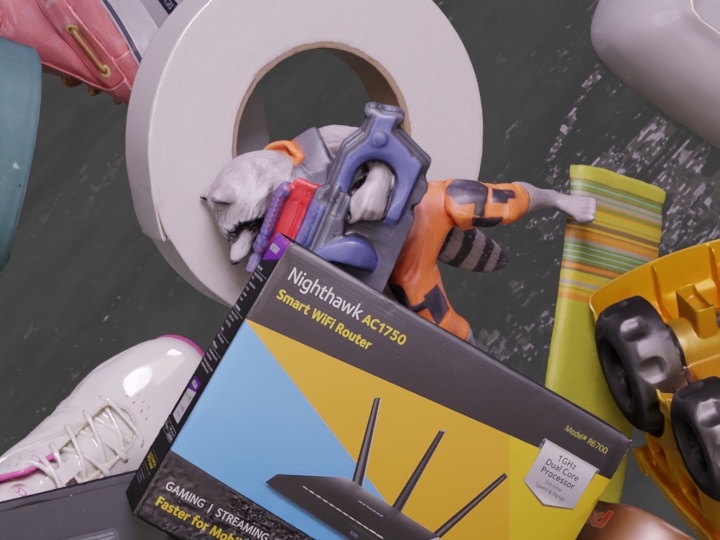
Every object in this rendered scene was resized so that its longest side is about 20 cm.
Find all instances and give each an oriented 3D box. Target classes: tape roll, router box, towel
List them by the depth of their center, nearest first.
[{"bbox_3d":[0.009,0.095,0.926,0.200,0.051,0.149,30,91,-15],"label":"router box"},{"bbox_3d":[-0.028,-0.069,1.022,0.202,0.037,0.204,-5,102,-27],"label":"tape roll"},{"bbox_3d":[0.127,0.045,1.056,0.086,0.018,0.201,13,84,-48],"label":"towel"}]

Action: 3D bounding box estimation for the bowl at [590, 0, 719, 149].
[{"bbox_3d":[0.255,-0.161,1.077,0.199,0.075,0.200,32,83,-4],"label":"bowl"}]

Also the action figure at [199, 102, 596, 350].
[{"bbox_3d":[0.000,0.000,0.996,0.193,0.105,0.200,23,113,-22],"label":"action figure"}]

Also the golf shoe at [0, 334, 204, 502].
[{"bbox_3d":[-0.155,0.112,1.014,0.075,0.092,0.200,45,83,0],"label":"golf shoe"}]

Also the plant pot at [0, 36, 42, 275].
[{"bbox_3d":[-0.267,-0.070,0.971,0.187,0.200,0.201,11,86,-19],"label":"plant pot"}]

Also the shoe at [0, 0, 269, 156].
[{"bbox_3d":[-0.134,-0.122,1.045,0.091,0.072,0.200,-19,115,31],"label":"shoe"}]

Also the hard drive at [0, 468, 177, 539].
[{"bbox_3d":[-0.139,0.209,0.945,0.139,0.033,0.201,-13,88,0],"label":"hard drive"}]

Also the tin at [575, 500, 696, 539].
[{"bbox_3d":[0.183,0.190,1.019,0.200,0.112,0.042,41,67,-19],"label":"tin"}]

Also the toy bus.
[{"bbox_3d":[0.217,0.102,1.000,0.135,0.200,0.193,-17,118,-11],"label":"toy bus"}]
